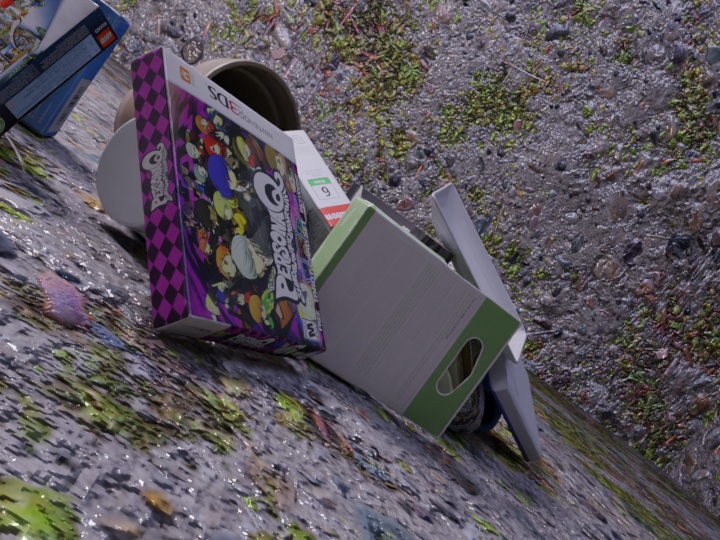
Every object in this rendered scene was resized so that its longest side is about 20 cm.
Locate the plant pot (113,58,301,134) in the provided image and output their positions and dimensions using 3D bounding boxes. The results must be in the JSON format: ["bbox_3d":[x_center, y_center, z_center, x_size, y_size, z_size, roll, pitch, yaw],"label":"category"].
[{"bbox_3d":[-0.197,-0.156,0.901,0.173,0.202,0.200,19,-7,36],"label":"plant pot"}]

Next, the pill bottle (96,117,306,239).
[{"bbox_3d":[-0.139,-0.062,0.692,0.113,0.113,0.200,39,5,24],"label":"pill bottle"}]

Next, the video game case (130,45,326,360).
[{"bbox_3d":[-0.096,-0.041,0.574,0.181,0.036,0.202,26,50,-61],"label":"video game case"}]

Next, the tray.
[{"bbox_3d":[0.127,0.002,0.832,0.201,0.022,0.107,63,21,-3],"label":"tray"}]

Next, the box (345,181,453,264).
[{"bbox_3d":[0.000,0.000,0.855,0.050,0.158,0.200,34,6,-31],"label":"box"}]

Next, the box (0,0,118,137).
[{"bbox_3d":[-0.316,-0.208,0.627,0.200,0.137,0.038,39,-14,24],"label":"box"}]

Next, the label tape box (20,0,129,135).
[{"bbox_3d":[-0.354,-0.251,0.740,0.199,0.145,0.063,36,4,-13],"label":"label tape box"}]

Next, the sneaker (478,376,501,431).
[{"bbox_3d":[0.130,0.116,0.933,0.201,0.073,0.083,58,22,-28],"label":"sneaker"}]

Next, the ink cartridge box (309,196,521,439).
[{"bbox_3d":[0.035,0.048,0.708,0.199,0.146,0.048,35,3,-23],"label":"ink cartridge box"}]

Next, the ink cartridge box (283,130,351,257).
[{"bbox_3d":[-0.052,-0.040,0.807,0.050,0.109,0.201,-14,62,-41],"label":"ink cartridge box"}]

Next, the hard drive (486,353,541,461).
[{"bbox_3d":[0.187,0.138,0.940,0.200,0.025,0.133,58,24,-48],"label":"hard drive"}]

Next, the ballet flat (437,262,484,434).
[{"bbox_3d":[0.099,0.078,0.835,0.072,0.071,0.202,29,54,-61],"label":"ballet flat"}]
